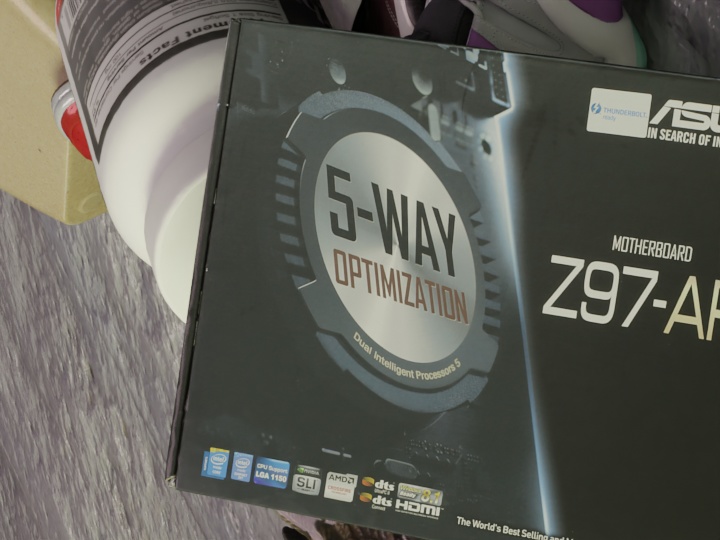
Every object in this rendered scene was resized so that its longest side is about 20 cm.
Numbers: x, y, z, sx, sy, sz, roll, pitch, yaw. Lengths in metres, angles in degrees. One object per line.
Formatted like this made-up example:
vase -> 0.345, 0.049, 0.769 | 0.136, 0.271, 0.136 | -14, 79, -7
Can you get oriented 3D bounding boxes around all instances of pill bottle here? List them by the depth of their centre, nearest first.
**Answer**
pill bottle -> -0.058, -0.065, 0.933 | 0.200, 0.115, 0.116 | -113, 20, -51

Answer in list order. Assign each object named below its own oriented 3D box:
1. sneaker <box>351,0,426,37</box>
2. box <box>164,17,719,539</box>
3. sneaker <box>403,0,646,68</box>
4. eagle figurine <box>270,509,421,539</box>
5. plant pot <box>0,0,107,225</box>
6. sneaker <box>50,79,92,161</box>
sneaker -> 0.039, -0.047, 0.937 | 0.115, 0.075, 0.202 | 178, 89, -74
box -> 0.044, 0.009, 0.736 | 0.043, 0.199, 0.161 | 2, -83, -72
sneaker -> 0.032, -0.082, 0.812 | 0.078, 0.139, 0.201 | -166, 62, -67
eagle figurine -> 0.016, 0.168, 1.047 | 0.152, 0.150, 0.201 | -39, 45, 40
plant pot -> -0.138, -0.146, 1.164 | 0.177, 0.199, 0.200 | 49, 149, 26
sneaker -> -0.076, -0.016, 1.091 | 0.200, 0.071, 0.113 | 34, -138, -51
